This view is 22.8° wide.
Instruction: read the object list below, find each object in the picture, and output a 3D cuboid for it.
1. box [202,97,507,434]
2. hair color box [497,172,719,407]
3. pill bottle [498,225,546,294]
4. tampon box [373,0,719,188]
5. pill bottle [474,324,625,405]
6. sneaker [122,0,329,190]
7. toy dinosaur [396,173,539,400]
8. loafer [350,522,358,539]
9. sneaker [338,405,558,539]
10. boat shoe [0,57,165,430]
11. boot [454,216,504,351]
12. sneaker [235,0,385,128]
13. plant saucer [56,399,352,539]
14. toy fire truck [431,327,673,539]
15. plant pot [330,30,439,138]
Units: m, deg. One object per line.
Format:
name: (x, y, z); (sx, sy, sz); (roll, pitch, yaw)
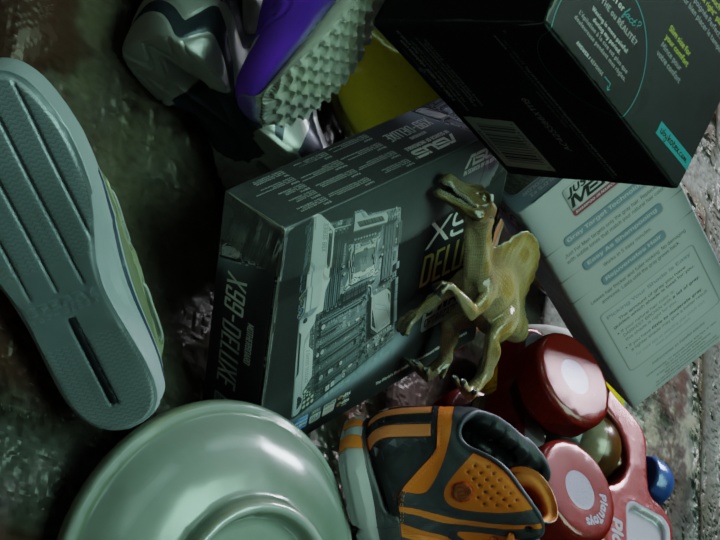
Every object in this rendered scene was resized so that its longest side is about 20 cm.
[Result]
box: (0.000, 0.000, 1.025); (0.199, 0.050, 0.159); (-26, 137, -42)
hair color box: (0.163, -0.014, 1.138); (0.099, 0.061, 0.200); (-37, 130, -3)
pill bottle: (0.160, -0.041, 1.354); (0.200, 0.114, 0.115); (39, 54, -52)
tampon box: (0.131, -0.170, 0.971); (0.150, 0.126, 0.201); (43, 67, -38)
pill bottle: (0.118, 0.149, 1.258); (0.113, 0.112, 0.201); (55, 42, -41)
sneaker: (-0.047, -0.119, 1.036); (0.199, 0.079, 0.130); (45, 57, -36)
toy dinosaur: (0.076, 0.026, 1.053); (0.101, 0.058, 0.200); (-51, 149, -14)
loafer: (0.004, 0.190, 1.103); (0.200, 0.063, 0.073); (12, 75, -59)
sneaker: (0.063, 0.167, 1.026); (0.078, 0.111, 0.201); (-77, 154, -59)
boat shoe: (-0.148, -0.015, 0.876); (0.062, 0.071, 0.201); (-91, 166, -62)
boot: (0.043, -0.042, 1.191); (0.166, 0.072, 0.202); (-4, 93, -62)
sneaker: (-0.030, -0.171, 0.965); (0.201, 0.099, 0.070); (-58, 169, -20)
plant saucer: (-0.069, 0.170, 0.930); (0.199, 0.050, 0.202); (-5, 97, -41)
toy fire truck: (0.136, 0.144, 1.144); (0.167, 0.112, 0.201); (31, 44, -28)
plant pot: (0.059, -0.166, 1.143); (0.142, 0.199, 0.201); (-118, -176, -61)
